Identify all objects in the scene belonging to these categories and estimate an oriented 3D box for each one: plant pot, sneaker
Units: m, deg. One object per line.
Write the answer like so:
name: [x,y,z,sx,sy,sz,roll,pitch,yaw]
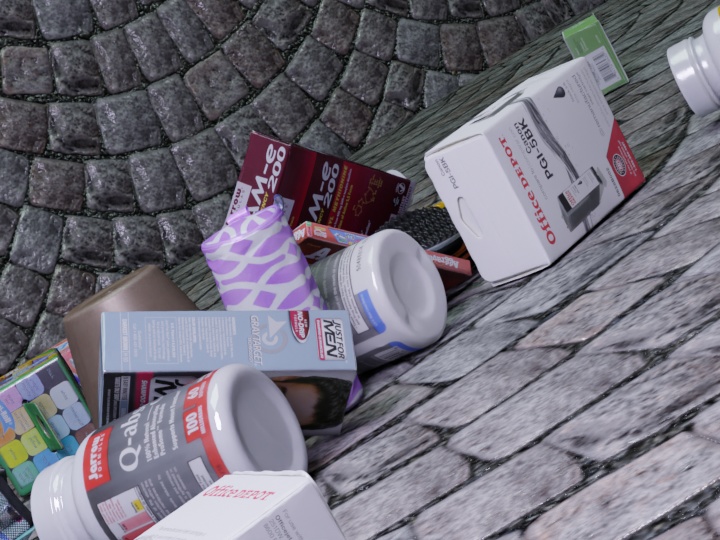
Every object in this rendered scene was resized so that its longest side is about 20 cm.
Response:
plant pot: [-0.219,0.097,1.799,0.199,0.175,0.200,-30,8,5]
sneaker: [0.090,-0.024,1.793,0.200,0.091,0.070,-31,41,-34]

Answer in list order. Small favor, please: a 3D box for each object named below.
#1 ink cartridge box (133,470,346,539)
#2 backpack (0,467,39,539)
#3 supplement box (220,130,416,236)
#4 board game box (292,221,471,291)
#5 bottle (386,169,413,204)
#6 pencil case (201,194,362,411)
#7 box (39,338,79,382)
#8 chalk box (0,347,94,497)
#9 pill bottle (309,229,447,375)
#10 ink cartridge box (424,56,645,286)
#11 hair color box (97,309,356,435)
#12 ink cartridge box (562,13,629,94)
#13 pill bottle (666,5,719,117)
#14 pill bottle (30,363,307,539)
ink cartridge box: [-0.111,0.206,1.018,0.200,0.085,0.144,-34,9,-23]
backpack: [-0.353,0.254,1.338,0.176,0.154,0.200,-38,-6,39]
supplement box: [-0.039,-0.062,1.733,0.061,0.110,0.199,21,5,40]
board game box: [0.000,0.000,1.687,0.199,0.020,0.103,13,-32,-35]
bottle: [-0.026,-0.046,1.923,0.200,0.066,0.083,-34,6,-30]
pencil case: [-0.069,0.040,1.519,0.084,0.201,0.085,-24,13,-7]
box: [-0.379,0.148,2.342,0.094,0.103,0.200,-29,6,5]
chalk box: [-0.379,0.178,2.052,0.124,0.125,0.200,-31,6,-8]
pill bottle: [-0.028,0.048,1.624,0.199,0.114,0.114,-24,9,32]
ink cartridge box: [0.172,-0.098,1.694,0.083,0.147,0.200,-19,14,44]
hair color box: [-0.109,0.084,1.401,0.199,0.061,0.099,-1,-37,-11]
ink cartridge box: [0.356,-0.329,2.660,0.059,0.104,0.200,-27,8,10]
pill bottle: [0.423,-0.239,1.802,0.199,0.112,0.111,-26,8,22]
pill bottle: [-0.150,0.160,1.347,0.199,0.116,0.116,-27,8,24]
